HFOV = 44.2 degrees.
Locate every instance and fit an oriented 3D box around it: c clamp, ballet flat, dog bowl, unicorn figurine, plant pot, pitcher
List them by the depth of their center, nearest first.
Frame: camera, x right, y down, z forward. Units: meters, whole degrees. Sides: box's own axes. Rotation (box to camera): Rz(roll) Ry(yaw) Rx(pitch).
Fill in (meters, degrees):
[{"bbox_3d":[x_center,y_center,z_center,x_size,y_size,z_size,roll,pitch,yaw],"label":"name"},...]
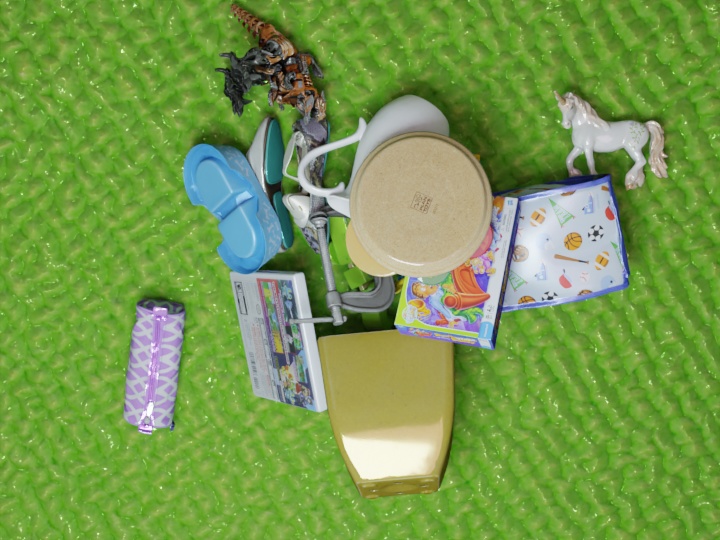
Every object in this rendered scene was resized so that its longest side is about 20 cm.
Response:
[{"bbox_3d":[-0.027,-0.013,1.252,0.168,0.027,0.203,7,61,-25],"label":"c clamp"},{"bbox_3d":[0.022,-0.161,1.262,0.170,0.121,0.201,35,77,-4],"label":"pitcher"},{"bbox_3d":[0.047,0.212,1.267,0.191,0.196,0.203,-6,65,2],"label":"plant pot"},{"bbox_3d":[-0.184,-0.095,1.299,0.111,0.049,0.202,-33,85,43],"label":"dog bowl"},{"bbox_3d":[0.352,-0.189,1.299,0.197,0.074,0.140,-1,100,-15],"label":"unicorn figurine"},{"bbox_3d":[-0.083,-0.126,1.311,0.071,0.072,0.204,1,96,1],"label":"ballet flat"},{"bbox_3d":[-0.146,-0.125,1.323,0.068,0.069,0.204,-6,101,2],"label":"ballet flat"}]

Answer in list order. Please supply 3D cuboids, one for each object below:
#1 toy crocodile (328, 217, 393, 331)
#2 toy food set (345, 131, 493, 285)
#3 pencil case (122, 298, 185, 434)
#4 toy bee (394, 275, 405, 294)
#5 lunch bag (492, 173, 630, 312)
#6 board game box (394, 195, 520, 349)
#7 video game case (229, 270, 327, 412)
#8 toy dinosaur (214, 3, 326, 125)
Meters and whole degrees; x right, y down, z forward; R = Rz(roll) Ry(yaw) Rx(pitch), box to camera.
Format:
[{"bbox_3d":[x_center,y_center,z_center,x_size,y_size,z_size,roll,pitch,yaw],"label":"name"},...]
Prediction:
[{"bbox_3d":[0.000,0.000,1.340,0.067,0.061,0.203,-19,95,40],"label":"toy crocodile"},{"bbox_3d":[0.082,-0.084,1.177,0.194,0.049,0.204,7,83,5],"label":"toy food set"},{"bbox_3d":[-0.317,0.145,1.359,0.082,0.086,0.204,7,99,-2],"label":"pencil case"},{"bbox_3d":[0.108,0.015,1.312,0.200,0.109,0.131,41,80,-10],"label":"toy bee"},{"bbox_3d":[0.279,-0.042,1.284,0.197,0.124,0.173,-10,101,22],"label":"lunch bag"},{"bbox_3d":[0.134,-0.005,1.205,0.132,0.045,0.203,7,72,19],"label":"board game box"},{"bbox_3d":[-0.122,0.099,1.315,0.023,0.181,0.203,-17,102,-36],"label":"video game case"},{"bbox_3d":[-0.131,-0.291,1.282,0.135,0.103,0.200,-31,62,-22],"label":"toy dinosaur"}]
